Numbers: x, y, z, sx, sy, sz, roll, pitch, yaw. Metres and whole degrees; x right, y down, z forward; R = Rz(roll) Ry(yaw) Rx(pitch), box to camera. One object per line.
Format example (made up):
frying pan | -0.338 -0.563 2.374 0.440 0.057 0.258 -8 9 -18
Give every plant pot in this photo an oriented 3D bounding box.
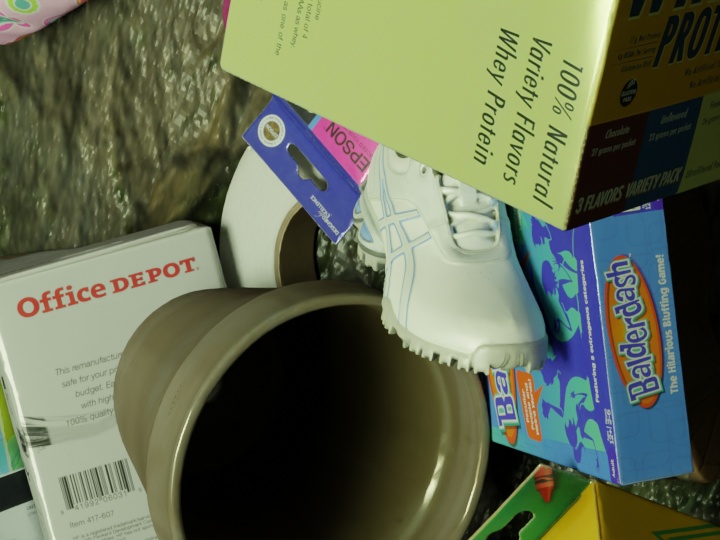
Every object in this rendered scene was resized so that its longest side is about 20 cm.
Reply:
plant pot | -0.056 0.088 1.378 0.173 0.199 0.201 25 119 56

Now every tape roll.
tape roll | 0.000 0.000 1.446 0.202 0.037 0.204 13 111 36

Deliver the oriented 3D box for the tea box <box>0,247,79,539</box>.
tea box | -0.260 0.101 1.580 0.133 0.200 0.198 -6 99 41

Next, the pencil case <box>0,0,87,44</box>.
pencil case | -0.185 -0.210 1.508 0.199 0.087 0.088 -23 88 40

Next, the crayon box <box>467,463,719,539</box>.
crayon box | 0.145 0.184 1.283 0.127 0.199 0.051 -52 27 36

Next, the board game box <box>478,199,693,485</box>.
board game box | 0.108 0.024 1.280 0.200 0.045 0.153 -171 73 -73

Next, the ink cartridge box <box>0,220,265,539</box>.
ink cartridge box | -0.143 0.081 1.501 0.084 0.145 0.201 -162 58 -77

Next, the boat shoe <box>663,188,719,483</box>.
boat shoe | 0.148 0.018 1.309 0.072 0.072 0.201 -6 102 42

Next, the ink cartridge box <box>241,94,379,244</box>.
ink cartridge box | 0.012 -0.118 1.372 0.095 0.037 0.200 49 114 21

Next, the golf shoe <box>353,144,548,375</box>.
golf shoe | 0.046 -0.022 1.266 0.200 0.078 0.098 -123 36 -53

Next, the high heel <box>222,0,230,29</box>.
high heel | -0.040 -0.211 1.364 0.067 0.096 0.201 15 129 -10

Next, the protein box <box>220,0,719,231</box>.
protein box | 0.068 -0.155 1.061 0.199 0.135 0.200 27 118 32
